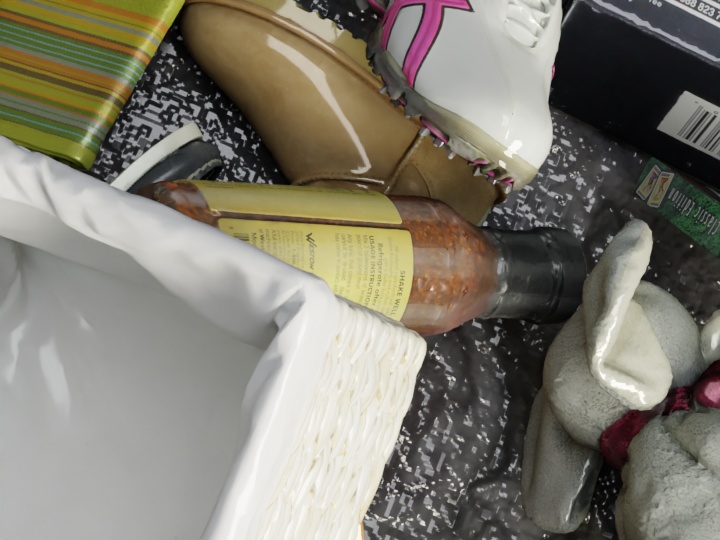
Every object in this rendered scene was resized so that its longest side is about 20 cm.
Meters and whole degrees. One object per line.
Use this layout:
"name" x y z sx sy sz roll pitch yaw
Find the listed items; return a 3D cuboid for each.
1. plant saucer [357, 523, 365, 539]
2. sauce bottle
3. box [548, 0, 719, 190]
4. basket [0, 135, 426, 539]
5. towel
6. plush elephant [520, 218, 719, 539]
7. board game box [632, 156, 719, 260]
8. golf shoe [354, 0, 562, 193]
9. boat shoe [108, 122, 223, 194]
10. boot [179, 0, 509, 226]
"plant saucer" -0.094 0.122 1.137 0.200 0.032 0.201 -2 101 -12
"sauce bottle" 0.000 0.000 1.154 0.200 0.066 0.066 5 72 -31
"box" 0.208 -0.134 1.262 0.200 0.123 0.199 27 71 -1
"basket" -0.108 0.065 1.000 0.198 0.161 0.200 22 92 18
"towel" -0.103 -0.133 1.239 0.086 0.018 0.200 19 68 29
"plush elephant" 0.138 0.068 1.170 0.200 0.165 0.155 -5 66 -20
"board game box" 0.189 0.007 1.175 0.105 0.200 0.023 30 97 -20
"golf shoe" 0.049 -0.111 1.189 0.073 0.200 0.092 32 113 -29
"boat shoe" -0.113 0.030 1.170 0.068 0.072 0.200 36 89 5
"boot" -0.042 -0.004 1.210 0.175 0.066 0.200 31 72 -1
